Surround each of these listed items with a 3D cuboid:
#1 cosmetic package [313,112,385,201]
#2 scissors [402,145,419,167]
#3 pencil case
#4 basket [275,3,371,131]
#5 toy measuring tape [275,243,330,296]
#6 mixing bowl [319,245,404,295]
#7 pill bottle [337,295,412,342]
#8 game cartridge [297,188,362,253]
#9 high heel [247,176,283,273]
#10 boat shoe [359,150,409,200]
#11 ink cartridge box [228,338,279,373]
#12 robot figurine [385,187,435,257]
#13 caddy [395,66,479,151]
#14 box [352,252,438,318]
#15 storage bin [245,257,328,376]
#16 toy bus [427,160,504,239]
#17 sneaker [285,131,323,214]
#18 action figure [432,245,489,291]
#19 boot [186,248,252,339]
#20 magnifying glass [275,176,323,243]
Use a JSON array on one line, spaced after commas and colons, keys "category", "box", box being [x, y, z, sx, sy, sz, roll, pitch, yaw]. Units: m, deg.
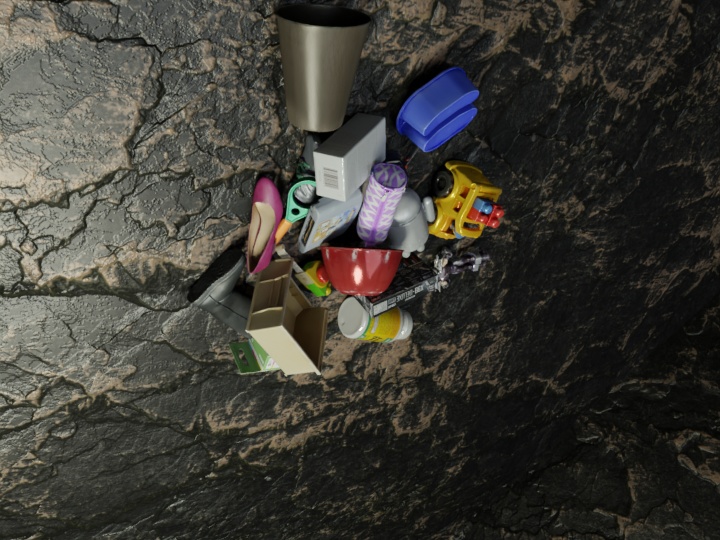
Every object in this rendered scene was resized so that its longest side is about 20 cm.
[{"category": "cosmetic package", "box": [-0.018, -0.241, 1.246, 0.200, 0.071, 0.102, -51, 149, -44]}, {"category": "scissors", "box": [0.107, -0.248, 1.403, 0.200, 0.073, 0.014, -40, 149, -6]}, {"category": "pencil case", "box": [0.045, -0.144, 1.315, 0.083, 0.086, 0.201, 3, 144, -10]}, {"category": "basket", "box": [-0.076, -0.379, 1.129, 0.179, 0.136, 0.201, -12, 132, -24]}, {"category": "toy measuring tape", "box": [-0.128, -0.013, 1.419, 0.073, 0.074, 0.200, -41, 126, -2]}, {"category": "mixing bowl", "box": [0.000, 0.000, 1.398, 0.199, 0.199, 0.110, 2, 93, -37]}, {"category": "pill bottle", "box": [0.045, 0.136, 1.617, 0.199, 0.113, 0.113, 13, 114, -42]}, {"category": "game cartridge", "box": [-0.066, -0.115, 1.325, 0.132, 0.042, 0.200, -24, 165, -24]}, {"category": "high heel", "box": [-0.208, -0.092, 1.258, 0.096, 0.067, 0.202, -61, 156, -54]}, {"category": "boat shoe", "box": [0.010, -0.215, 1.364, 0.198, 0.093, 0.075, -7, 144, 3]}, {"category": "ink cartridge box", "box": [-0.211, 0.186, 1.468, 0.198, 0.104, 0.060, -2, 132, -35]}, {"category": "robot figurine", "box": [0.103, -0.124, 1.461, 0.168, 0.113, 0.201, -26, 135, -1]}, {"category": "caddy", "box": [0.171, -0.366, 1.338, 0.199, 0.105, 0.142, -37, 158, -8]}, {"category": "box", "box": [0.073, 0.022, 1.519, 0.199, 0.158, 0.050, -23, 133, -21]}, {"category": "storage bin", "box": [-0.159, 0.106, 1.365, 0.093, 0.200, 0.201, -11, 138, 19]}, {"category": "toy bus", "box": [0.268, -0.148, 1.510, 0.135, 0.192, 0.201, 2, 122, -39]}, {"category": "sneaker", "box": [-0.117, -0.196, 1.278, 0.087, 0.075, 0.201, -16, 131, -19]}, {"category": "action figure", "box": [0.267, -0.011, 1.705, 0.198, 0.070, 0.131, -16, 137, -21]}, {"category": "boot", "box": [-0.268, 0.057, 1.360, 0.165, 0.066, 0.200, -41, 134, 7]}, {"category": "magnifying glass", "box": [-0.145, -0.124, 1.296, 0.079, 0.023, 0.200, 27, 128, -24]}]
